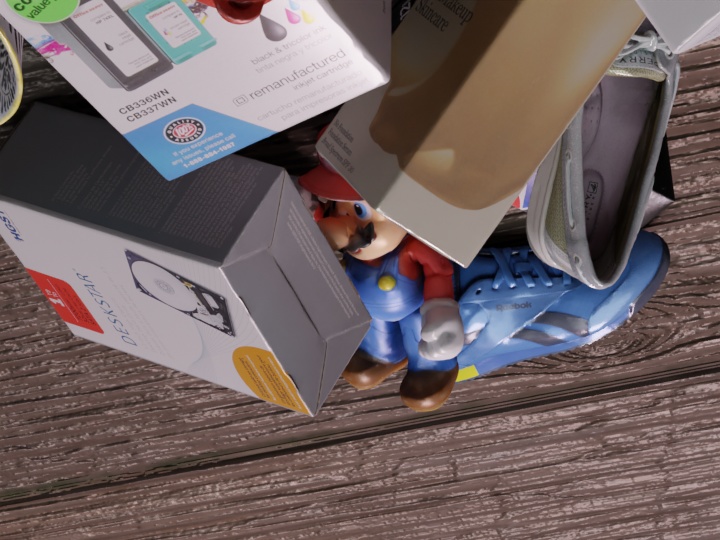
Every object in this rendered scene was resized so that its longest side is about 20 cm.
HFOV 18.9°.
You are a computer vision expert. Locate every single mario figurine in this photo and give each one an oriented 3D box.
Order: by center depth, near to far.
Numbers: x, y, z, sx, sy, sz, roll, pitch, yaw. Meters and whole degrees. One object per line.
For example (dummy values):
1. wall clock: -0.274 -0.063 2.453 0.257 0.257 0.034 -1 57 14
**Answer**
1. mario figurine: 0.000 0.000 1.345 0.122 0.106 0.201 -7 124 8

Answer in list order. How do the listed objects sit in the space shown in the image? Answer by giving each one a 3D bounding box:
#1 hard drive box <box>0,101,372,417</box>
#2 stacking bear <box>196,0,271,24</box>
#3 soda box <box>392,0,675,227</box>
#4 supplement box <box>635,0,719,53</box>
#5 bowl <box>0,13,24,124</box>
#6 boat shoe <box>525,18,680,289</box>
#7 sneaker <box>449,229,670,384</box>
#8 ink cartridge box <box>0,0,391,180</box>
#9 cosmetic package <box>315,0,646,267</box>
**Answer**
1. hard drive box: -0.113 -0.008 1.310 0.199 0.077 0.156 16 151 34
2. stacking bear: -0.016 -0.196 0.981 0.121 0.200 0.114 45 156 -3
3. soda box: 0.092 -0.087 1.290 0.199 0.071 0.063 24 135 -27
4. supplement box: 0.199 -0.190 1.057 0.103 0.102 0.200 -40 172 38
5. bowl: -0.249 -0.171 1.144 0.199 0.095 0.201 20 154 10
6. boat shoe: 0.146 -0.092 1.224 0.074 0.065 0.204 9 103 -25
7. sneaker: 0.103 0.013 1.419 0.199 0.066 0.078 -21 133 24
8. ink cartridge box: -0.096 -0.180 1.113 0.146 0.147 0.200 -22 135 24
9. cosmetic package: 0.071 -0.114 1.161 0.071 0.105 0.201 31 98 -30
